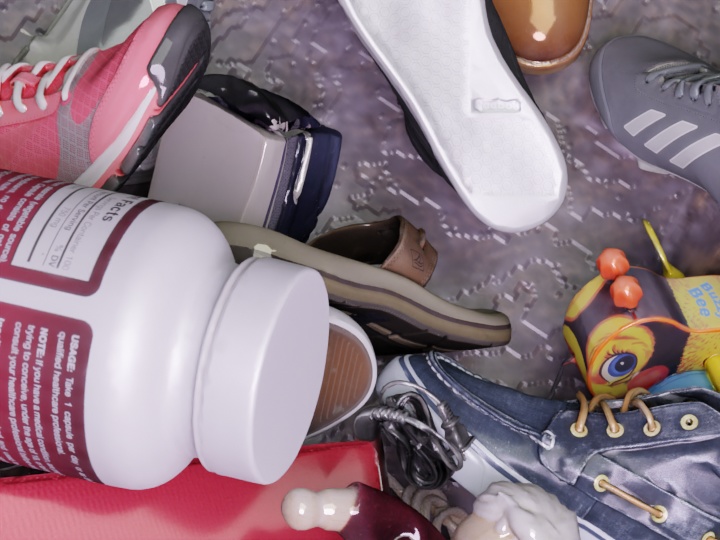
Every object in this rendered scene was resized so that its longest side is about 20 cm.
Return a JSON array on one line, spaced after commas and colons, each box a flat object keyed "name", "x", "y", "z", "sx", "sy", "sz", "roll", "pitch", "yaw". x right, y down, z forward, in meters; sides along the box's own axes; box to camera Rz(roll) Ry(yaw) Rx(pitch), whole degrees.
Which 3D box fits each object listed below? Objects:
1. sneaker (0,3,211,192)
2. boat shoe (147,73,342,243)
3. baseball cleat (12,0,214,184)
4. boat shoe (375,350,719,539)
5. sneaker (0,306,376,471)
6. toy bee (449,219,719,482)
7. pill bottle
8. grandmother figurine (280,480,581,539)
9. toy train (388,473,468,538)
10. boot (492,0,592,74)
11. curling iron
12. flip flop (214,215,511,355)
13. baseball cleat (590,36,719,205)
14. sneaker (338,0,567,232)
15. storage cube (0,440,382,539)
[{"name": "sneaker", "x": -0.142, "y": -0.058, "z": 1.275, "sx": 0.087, "sy": 0.200, "sz": 0.074, "roll": 41, "pitch": 39, "yaw": -7}, {"name": "boat shoe", "x": -0.068, "y": 0.010, "z": 1.338, "sx": 0.074, "sy": 0.093, "sz": 0.201, "roll": 30, "pitch": 103, "yaw": 23}, {"name": "baseball cleat", "x": -0.088, "y": -0.117, "z": 1.375, "sx": 0.106, "sy": 0.070, "sz": 0.200, "roll": 37, "pitch": 79, "yaw": -12}, {"name": "boat shoe", "x": 0.109, "y": 0.076, "z": 1.287, "sx": 0.200, "sy": 0.071, "sz": 0.091, "roll": 35, "pitch": 104, "yaw": -4}, {"name": "sneaker", "x": -0.092, "y": 0.034, "z": 1.263, "sx": 0.199, "sy": 0.085, "sz": 0.073, "roll": -5, "pitch": 113, "yaw": 3}, {"name": "toy bee", "x": 0.139, "y": 0.036, "z": 1.341, "sx": 0.199, "sy": 0.109, "sz": 0.131, "roll": -29, "pitch": 55, "yaw": -26}, {"name": "pill bottle", "x": -0.119, "y": 0.022, "z": 1.159, "sx": 0.199, "sy": 0.113, "sz": 0.114, "roll": 12, "pitch": 73, "yaw": 16}, {"name": "grandmother figurine", "x": 0.001, "y": 0.137, "z": 1.156, "sx": 0.199, "sy": 0.060, "sz": 0.122, "roll": -25, "pitch": 111, "yaw": -22}, {"name": "toy train", "x": 0.080, "y": 0.157, "z": 1.292, "sx": 0.085, "sy": 0.116, "sz": 0.200, "roll": -45, "pitch": 101, "yaw": -18}, {"name": "boot", "x": 0.083, "y": -0.204, "z": 1.374, "sx": 0.073, "sy": 0.155, "sz": 0.201, "roll": -6, "pitch": 78, "yaw": -13}, {"name": "curling iron", "x": 0.019, "y": 0.135, "z": 1.280, "sx": 0.049, "sy": 0.201, "sz": 0.026, "roll": 12, "pitch": 33, "yaw": 14}, {"name": "flip flop", "x": 0.000, "y": 0.000, "z": 1.302, "sx": 0.200, "sy": 0.081, "sz": 0.058, "roll": 21, "pitch": 69, "yaw": -49}, {"name": "baseball cleat", "x": 0.172, "y": -0.072, "z": 1.334, "sx": 0.069, "sy": 0.107, "sz": 0.200, "roll": -17, "pitch": 42, "yaw": -26}, {"name": "sneaker", "x": 0.029, "y": -0.113, "z": 1.364, "sx": 0.070, "sy": 0.099, "sz": 0.201, "roll": -27, "pitch": 99, "yaw": -4}, {"name": "storage cube", "x": -0.084, "y": 0.180, "z": 1.242, "sx": 0.179, "sy": 0.171, "sz": 0.201, "roll": -6, "pitch": 77, "yaw": -14}]
